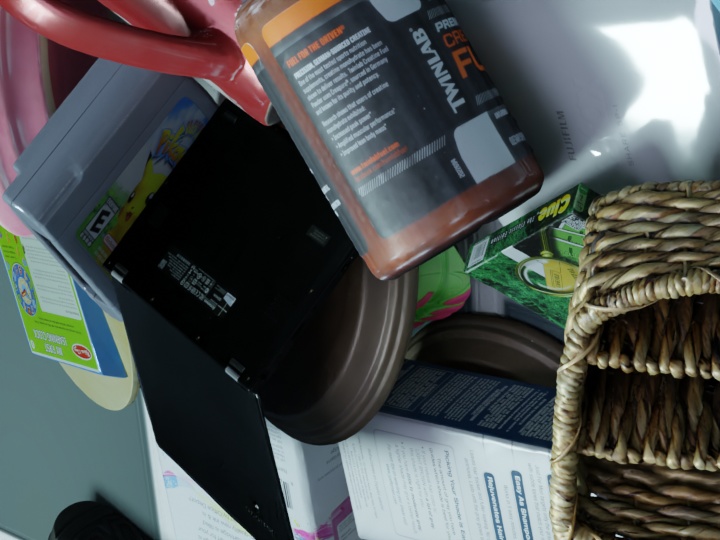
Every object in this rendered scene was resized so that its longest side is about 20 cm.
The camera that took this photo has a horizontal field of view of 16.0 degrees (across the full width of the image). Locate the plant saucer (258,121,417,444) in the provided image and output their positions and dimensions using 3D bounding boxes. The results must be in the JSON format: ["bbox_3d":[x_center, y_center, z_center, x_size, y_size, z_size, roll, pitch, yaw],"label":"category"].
[{"bbox_3d":[-0.033,0.001,1.490,0.200,0.029,0.202,-4,85,57],"label":"plant saucer"}]

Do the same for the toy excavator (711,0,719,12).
[{"bbox_3d":[0.193,-0.187,1.215,0.199,0.100,0.196,29,134,35],"label":"toy excavator"}]

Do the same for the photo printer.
[{"bbox_3d":[0.134,-0.088,1.348,0.199,0.069,0.167,3,121,40],"label":"photo printer"}]

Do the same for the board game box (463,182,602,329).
[{"bbox_3d":[0.164,0.023,1.361,0.199,0.024,0.105,28,152,-20],"label":"board game box"}]

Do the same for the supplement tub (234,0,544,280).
[{"bbox_3d":[0.005,-0.103,1.325,0.107,0.107,0.201,-31,89,49],"label":"supplement tub"}]

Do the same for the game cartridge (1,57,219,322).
[{"bbox_3d":[-0.136,-0.055,1.522,0.040,0.134,0.200,31,170,20],"label":"game cartridge"}]

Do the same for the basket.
[{"bbox_3d":[0.196,0.054,1.229,0.199,0.150,0.143,8,148,10],"label":"basket"}]

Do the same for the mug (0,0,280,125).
[{"bbox_3d":[-0.108,-0.169,1.438,0.200,0.178,0.133,40,167,6],"label":"mug"}]

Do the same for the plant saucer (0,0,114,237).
[{"bbox_3d":[-0.189,-0.122,1.535,0.050,0.201,0.202,-4,119,13],"label":"plant saucer"}]

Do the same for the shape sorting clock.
[{"bbox_3d":[-0.197,0.000,1.703,0.200,0.039,0.201,46,147,42],"label":"shape sorting clock"}]

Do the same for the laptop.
[{"bbox_3d":[-0.056,0.035,1.476,0.116,0.200,0.187,36,179,-39],"label":"laptop"}]

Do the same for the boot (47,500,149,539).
[{"bbox_3d":[-0.169,0.285,1.881,0.211,0.079,0.158,45,133,22],"label":"boot"}]

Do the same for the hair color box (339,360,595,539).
[{"bbox_3d":[0.084,0.121,1.497,0.199,0.060,0.101,11,125,37],"label":"hair color box"}]

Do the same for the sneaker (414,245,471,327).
[{"bbox_3d":[0.000,0.000,1.546,0.200,0.076,0.084,-21,72,52],"label":"sneaker"}]

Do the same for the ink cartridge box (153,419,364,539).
[{"bbox_3d":[-0.054,0.139,1.662,0.144,0.084,0.201,20,130,39],"label":"ink cartridge box"}]

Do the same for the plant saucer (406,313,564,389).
[{"bbox_3d":[0.093,0.120,1.568,0.199,0.029,0.201,23,131,29],"label":"plant saucer"}]
